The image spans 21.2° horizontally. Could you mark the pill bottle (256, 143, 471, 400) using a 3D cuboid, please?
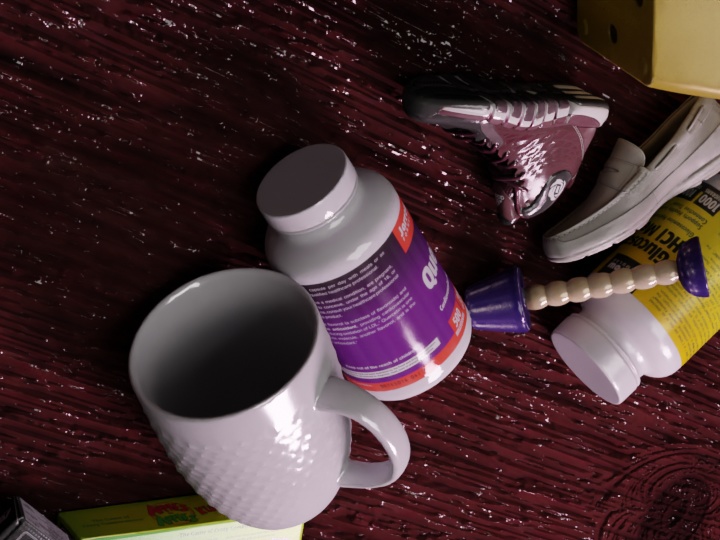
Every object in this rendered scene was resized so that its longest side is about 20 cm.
[{"bbox_3d":[0.000,0.000,1.484,0.112,0.112,0.200,-41,128,-11],"label":"pill bottle"}]

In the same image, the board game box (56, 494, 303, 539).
[{"bbox_3d":[-0.146,0.236,1.533,0.199,0.048,0.102,-4,112,-33],"label":"board game box"}]

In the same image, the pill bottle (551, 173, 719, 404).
[{"bbox_3d":[0.264,0.018,1.669,0.200,0.112,0.113,-43,128,-11],"label":"pill bottle"}]

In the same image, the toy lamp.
[{"bbox_3d":[0.186,0.014,1.596,0.199,0.058,0.058,-10,122,9],"label":"toy lamp"}]

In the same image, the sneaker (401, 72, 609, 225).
[{"bbox_3d":[0.110,-0.091,1.544,0.199,0.076,0.116,1,113,-35],"label":"sneaker"}]

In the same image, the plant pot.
[{"bbox_3d":[0.277,-0.239,1.523,0.175,0.200,0.201,-12,117,-16],"label":"plant pot"}]

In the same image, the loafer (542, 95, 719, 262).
[{"bbox_3d":[0.231,-0.079,1.639,0.200,0.070,0.070,-36,105,-11],"label":"loafer"}]

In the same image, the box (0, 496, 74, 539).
[{"bbox_3d":[-0.251,0.298,1.446,0.193,0.048,0.200,-45,115,2],"label":"box"}]

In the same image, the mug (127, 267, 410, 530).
[{"bbox_3d":[-0.057,0.113,1.446,0.148,0.199,0.176,-63,149,-34],"label":"mug"}]
